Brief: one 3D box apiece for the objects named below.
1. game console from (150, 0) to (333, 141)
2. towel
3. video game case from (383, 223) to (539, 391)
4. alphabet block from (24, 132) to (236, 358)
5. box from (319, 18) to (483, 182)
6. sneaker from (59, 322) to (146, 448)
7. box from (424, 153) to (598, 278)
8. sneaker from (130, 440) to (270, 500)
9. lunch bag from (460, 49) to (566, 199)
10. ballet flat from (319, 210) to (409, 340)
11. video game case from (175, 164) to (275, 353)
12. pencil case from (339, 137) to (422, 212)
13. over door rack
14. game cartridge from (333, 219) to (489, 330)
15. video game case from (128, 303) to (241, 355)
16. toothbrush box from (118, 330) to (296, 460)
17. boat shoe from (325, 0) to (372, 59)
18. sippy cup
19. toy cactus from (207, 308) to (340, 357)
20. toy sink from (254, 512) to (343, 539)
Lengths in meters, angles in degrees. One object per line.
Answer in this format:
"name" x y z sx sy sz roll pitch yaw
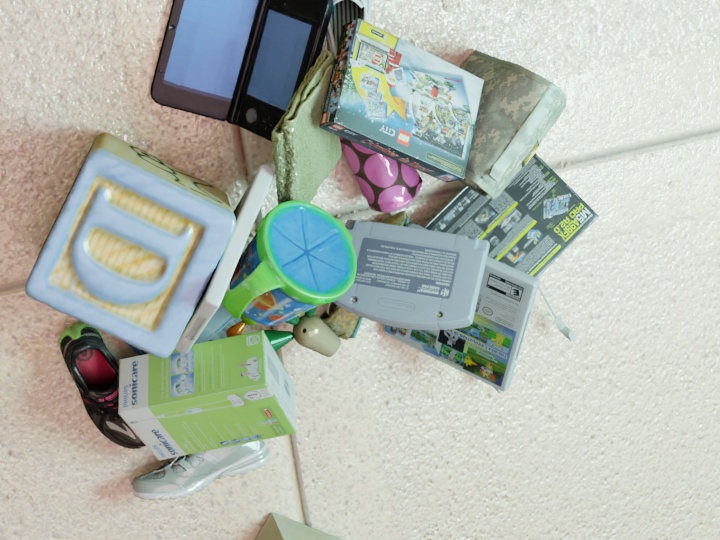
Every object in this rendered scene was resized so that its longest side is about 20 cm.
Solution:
"game console" -0.149 -0.276 1.536 0.118 0.171 0.200 2 110 -47
"towel" -0.064 -0.160 1.533 0.036 0.149 0.200 21 146 12
"video game case" 0.135 0.051 1.693 0.022 0.200 0.183 -38 146 -50
"alphabet block" -0.279 -0.037 1.507 0.195 0.200 0.197 28 96 -13
"box" 0.054 -0.207 1.518 0.200 0.038 0.137 21 75 -30
"sneaker" -0.341 0.165 1.637 0.077 0.084 0.200 -31 115 -5
"box" 0.205 -0.060 1.712 0.200 0.044 0.160 -45 85 -5
"sneaker" -0.231 0.261 1.724 0.200 0.075 0.082 -19 99 -18
"lunch bag" 0.178 -0.187 1.623 0.117 0.200 0.164 36 94 -25
"ballet flat" 0.000 0.000 1.707 0.071 0.071 0.200 21 100 -23
"video game case" -0.171 -0.012 1.536 0.023 0.182 0.200 24 62 -10
"pencil case" 0.019 -0.181 1.641 0.091 0.094 0.200 -6 119 30
"over door rack" 0.201 0.058 1.786 0.148 0.067 0.200 -37 113 -4
"game cartridge" 0.061 0.009 1.629 0.199 0.041 0.133 10 70 17
"video game case" -0.266 0.046 1.658 0.143 0.018 0.200 -42 116 0
"toothbrush box" -0.199 0.167 1.619 0.199 0.086 0.146 -13 145 8
"boat shoe" -0.015 -0.336 1.542 0.073 0.067 0.201 -9 84 -3
"sippy cup" -0.094 0.002 1.533 0.177 0.140 0.130 10 149 -33
"toy cactus" -0.101 0.062 1.665 0.165 0.102 0.200 37 87 -25
"toy sink" -0.069 0.468 1.814 0.200 0.112 0.131 28 98 -24
